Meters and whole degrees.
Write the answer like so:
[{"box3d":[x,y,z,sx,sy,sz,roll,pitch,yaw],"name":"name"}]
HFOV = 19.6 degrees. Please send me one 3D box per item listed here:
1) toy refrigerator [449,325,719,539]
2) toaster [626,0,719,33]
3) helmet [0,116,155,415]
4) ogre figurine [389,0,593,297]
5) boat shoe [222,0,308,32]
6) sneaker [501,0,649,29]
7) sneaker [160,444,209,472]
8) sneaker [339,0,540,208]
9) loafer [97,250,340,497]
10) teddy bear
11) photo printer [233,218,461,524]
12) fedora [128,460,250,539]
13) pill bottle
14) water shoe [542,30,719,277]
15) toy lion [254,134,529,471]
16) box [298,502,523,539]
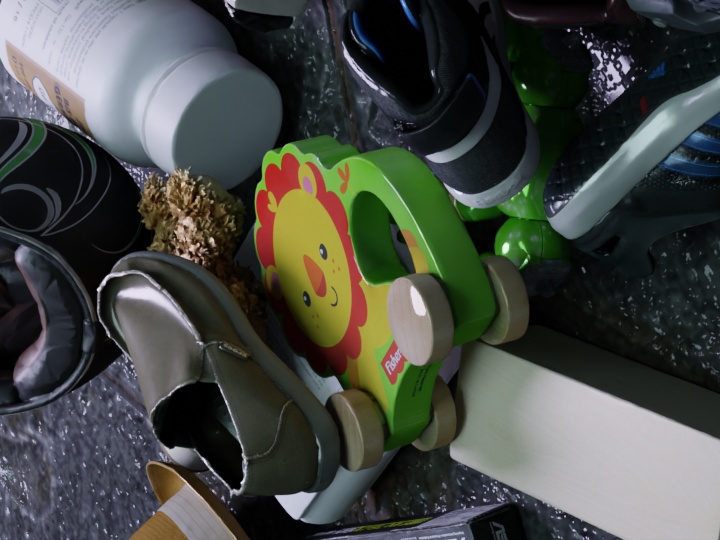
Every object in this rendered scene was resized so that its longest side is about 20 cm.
[{"box3d":[0.144,0.094,1.140,0.200,0.070,0.076,20,110,46],"name":"toy refrigerator"},{"box3d":[0.189,-0.176,0.927,0.200,0.114,0.129,16,83,50],"name":"toaster"},{"box3d":[-0.233,-0.011,1.390,0.191,0.200,0.200,-80,-1,-62],"name":"helmet"},{"box3d":[0.082,-0.066,1.146,0.120,0.098,0.200,17,84,62],"name":"ogre figurine"},{"box3d":[-0.055,-0.254,1.272,0.093,0.075,0.200,51,128,47],"name":"boat shoe"},{"box3d":[0.086,-0.175,1.081,0.200,0.116,0.076,27,122,44],"name":"sneaker"},{"box3d":[-0.128,0.036,1.469,0.090,0.067,0.200,-38,74,44],"name":"sneaker"},{"box3d":[0.026,-0.132,1.074,0.073,0.112,0.200,-34,47,11],"name":"sneaker"},{"box3d":[-0.095,0.059,1.196,0.200,0.070,0.075,40,131,33],"name":"loafer"},{"box3d":[-0.099,0.031,1.300,0.145,0.067,0.200,18,119,53],"name":"teddy bear"},{"box3d":[-0.021,0.042,1.327,0.166,0.069,0.200,55,138,23],"name":"photo printer"},{"box3d":[-0.113,0.229,1.445,0.201,0.082,0.201,48,159,25],"name":"fedora"},{"box3d":[-0.146,-0.133,1.389,0.200,0.114,0.114,36,128,39],"name":"pill bottle"},{"box3d":[0.182,-0.075,1.046,0.200,0.079,0.072,-40,26,32],"name":"water shoe"},{"box3d":[0.000,0.000,1.172,0.192,0.069,0.200,63,151,22],"name":"toy lion"},{"box3d":[0.046,0.254,1.334,0.200,0.048,0.193,-18,90,52],"name":"box"}]
